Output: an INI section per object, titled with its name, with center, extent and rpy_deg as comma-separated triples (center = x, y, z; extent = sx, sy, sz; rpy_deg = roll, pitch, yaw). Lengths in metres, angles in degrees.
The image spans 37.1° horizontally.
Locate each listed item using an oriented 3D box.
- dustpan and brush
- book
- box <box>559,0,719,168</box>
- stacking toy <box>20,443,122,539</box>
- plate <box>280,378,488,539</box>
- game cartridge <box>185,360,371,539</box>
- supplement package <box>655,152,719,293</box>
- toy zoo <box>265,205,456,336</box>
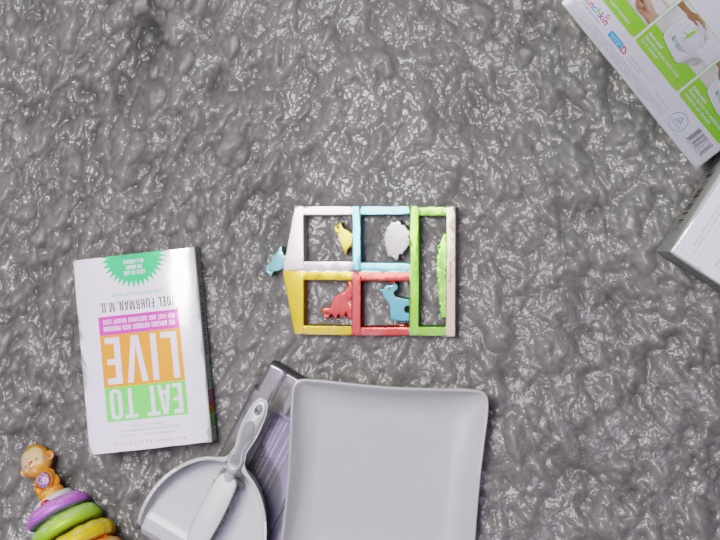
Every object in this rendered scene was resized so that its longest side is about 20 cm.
[dustpan and brush]
center = -0.134, 0.214, 1.073
extent = 0.138, 0.057, 0.202
rpy_deg = 28, 96, 7
[book]
center = -0.224, 0.083, 1.128
extent = 0.131, 0.048, 0.204
rpy_deg = -6, 89, 5
[box]
center = 0.307, -0.230, 0.968
extent = 0.176, 0.097, 0.200
rpy_deg = -41, 98, 19
[stacking toy]
center = -0.305, 0.271, 1.124
extent = 0.115, 0.110, 0.202
rpy_deg = -33, 75, 11
[plate]
center = 0.022, 0.209, 1.073
extent = 0.196, 0.032, 0.203
rpy_deg = 4, 97, -5
[game cartridge]
center = -0.086, 0.210, 1.112
extent = 0.128, 0.038, 0.202
rpy_deg = 30, 96, 11
[supplement package]
center = 0.391, -0.011, 0.986
extent = 0.199, 0.117, 0.118
rpy_deg = 34, 95, 7
[toy zoo]
center = 0.000, 0.000, 1.098
extent = 0.196, 0.020, 0.134
rpy_deg = 0, 92, 9
